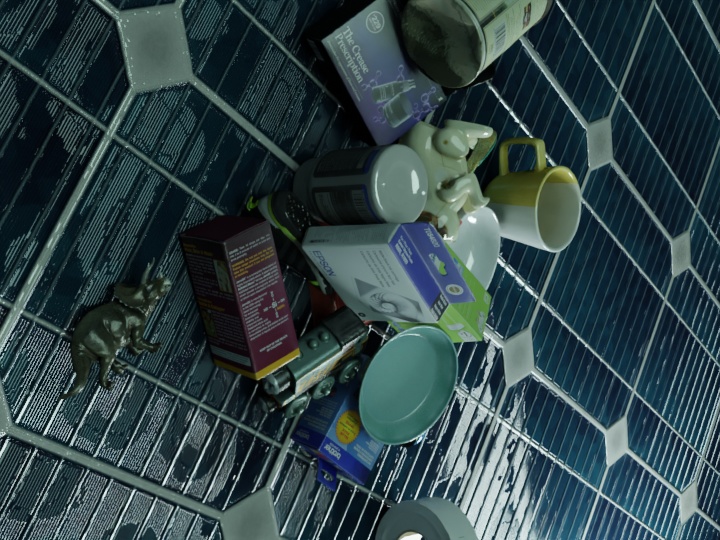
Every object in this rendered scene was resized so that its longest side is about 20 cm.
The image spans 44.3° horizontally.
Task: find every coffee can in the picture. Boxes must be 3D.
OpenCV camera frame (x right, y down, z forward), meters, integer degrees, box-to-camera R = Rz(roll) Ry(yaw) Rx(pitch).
[{"bbox_3d":[0.173,-0.384,1.300,0.200,0.144,0.149,-43,124,-32],"label":"coffee can"}]

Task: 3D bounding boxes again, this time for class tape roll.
[{"bbox_3d":[0.114,0.494,1.513,0.070,0.200,0.208,6,93,-43],"label":"tape roll"}]

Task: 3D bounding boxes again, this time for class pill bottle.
[{"bbox_3d":[-0.006,-0.121,1.291,0.112,0.198,0.117,-3,95,-41],"label":"pill bottle"}]

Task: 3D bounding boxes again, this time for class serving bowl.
[{"bbox_3d":[0.169,-0.023,1.564,0.198,0.065,0.205,-27,126,-43],"label":"serving bowl"}]

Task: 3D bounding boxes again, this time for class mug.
[{"bbox_3d":[0.309,-0.136,1.632,0.148,0.151,0.191,16,85,-43],"label":"mug"}]

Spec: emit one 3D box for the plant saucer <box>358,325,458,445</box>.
[{"bbox_3d":[0.070,0.177,1.407,0.197,0.036,0.205,-15,116,-32],"label":"plant saucer"}]

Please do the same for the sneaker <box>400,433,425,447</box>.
[{"bbox_3d":[0.086,0.202,1.540,0.078,0.065,0.205,-23,112,-56],"label":"sneaker"}]

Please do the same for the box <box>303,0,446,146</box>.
[{"bbox_3d":[0.025,-0.310,1.349,0.140,0.079,0.202,-39,123,-10],"label":"box"}]

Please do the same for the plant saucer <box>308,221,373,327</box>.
[{"bbox_3d":[0.000,0.000,1.436,0.198,0.036,0.205,-20,110,-40],"label":"plant saucer"}]

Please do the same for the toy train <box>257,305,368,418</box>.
[{"bbox_3d":[-0.071,0.137,1.327,0.198,0.085,0.115,-30,149,-29],"label":"toy train"}]

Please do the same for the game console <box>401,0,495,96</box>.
[{"bbox_3d":[0.102,-0.347,1.422,0.176,0.115,0.202,-48,126,-28],"label":"game console"}]

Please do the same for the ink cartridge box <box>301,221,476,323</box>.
[{"bbox_3d":[0.043,0.007,1.265,0.200,0.196,0.041,54,45,-44],"label":"ink cartridge box"}]

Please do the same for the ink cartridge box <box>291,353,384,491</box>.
[{"bbox_3d":[-0.022,0.249,1.429,0.136,0.075,0.203,43,69,-39],"label":"ink cartridge box"}]

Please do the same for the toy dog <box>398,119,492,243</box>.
[{"bbox_3d":[0.119,-0.135,1.426,0.189,0.139,0.205,8,88,-17],"label":"toy dog"}]

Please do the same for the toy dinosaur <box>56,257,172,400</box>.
[{"bbox_3d":[-0.320,0.083,1.125,0.199,0.076,0.104,-41,111,-26],"label":"toy dinosaur"}]

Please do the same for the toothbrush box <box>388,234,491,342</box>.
[{"bbox_3d":[0.096,0.029,1.398,0.200,0.143,0.088,43,52,-38],"label":"toothbrush box"}]

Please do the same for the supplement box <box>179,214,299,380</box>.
[{"bbox_3d":[-0.166,0.034,1.227,0.085,0.109,0.205,-27,115,-38],"label":"supplement box"}]

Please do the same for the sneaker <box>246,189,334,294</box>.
[{"bbox_3d":[-0.101,-0.042,1.308,0.202,0.081,0.073,59,31,-36],"label":"sneaker"}]

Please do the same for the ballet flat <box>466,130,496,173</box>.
[{"bbox_3d":[0.176,-0.192,1.560,0.202,0.070,0.071,-56,129,-22],"label":"ballet flat"}]
